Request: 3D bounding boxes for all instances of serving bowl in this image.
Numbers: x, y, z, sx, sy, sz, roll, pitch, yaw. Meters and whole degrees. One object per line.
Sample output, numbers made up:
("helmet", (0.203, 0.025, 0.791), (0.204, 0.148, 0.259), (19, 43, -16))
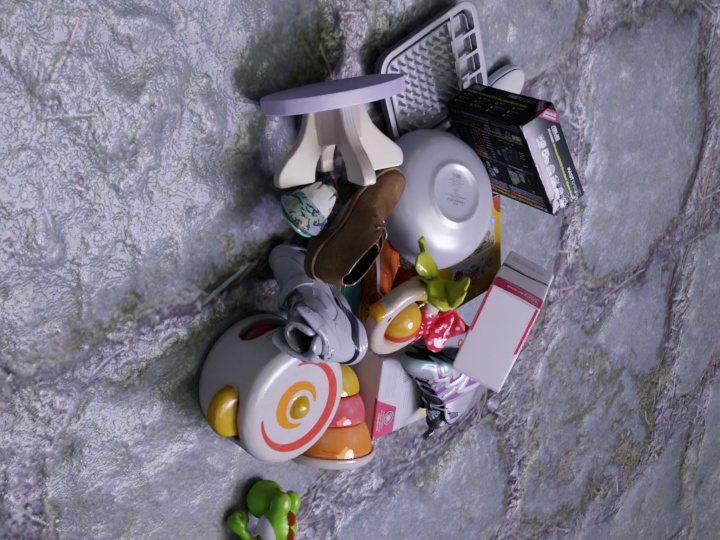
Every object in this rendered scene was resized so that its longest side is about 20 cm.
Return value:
("serving bowl", (0.118, -0.106, 1.527), (0.197, 0.065, 0.205), (5, 82, -34))

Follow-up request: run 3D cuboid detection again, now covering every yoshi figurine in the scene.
("yoshi figurine", (-0.152, 0.405, 1.644), (0.203, 0.111, 0.112), (-66, 173, 22))

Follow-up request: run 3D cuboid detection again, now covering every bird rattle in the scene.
("bird rattle", (0.070, 0.054, 1.494), (0.161, 0.113, 0.201), (-28, 158, -20))

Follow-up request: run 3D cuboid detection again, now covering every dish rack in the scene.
("dish rack", (0.099, -0.283, 1.557), (0.199, 0.043, 0.174), (-39, 135, -25))

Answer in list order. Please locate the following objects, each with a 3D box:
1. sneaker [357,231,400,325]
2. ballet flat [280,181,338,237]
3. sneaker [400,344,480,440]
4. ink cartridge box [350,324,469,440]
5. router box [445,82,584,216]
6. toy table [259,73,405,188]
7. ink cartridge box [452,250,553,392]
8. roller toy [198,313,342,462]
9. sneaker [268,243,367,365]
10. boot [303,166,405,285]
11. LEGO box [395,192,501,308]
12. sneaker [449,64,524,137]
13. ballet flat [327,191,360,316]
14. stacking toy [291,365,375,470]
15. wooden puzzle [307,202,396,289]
("sneaker", (0.028, 0.010, 1.540), (0.076, 0.072, 0.204), (-3, 101, -45))
("ballet flat", (-0.062, -0.088, 1.410), (0.200, 0.073, 0.075), (-84, -163, -84))
("sneaker", (0.115, 0.194, 1.642), (0.198, 0.077, 0.142), (12, 103, -48))
("ink cartridge box", (0.074, 0.161, 1.706), (0.198, 0.083, 0.148), (-16, 123, -39))
("router box", (0.220, -0.176, 1.531), (0.062, 0.199, 0.151), (-34, 120, -14))
("toy table", (-0.029, -0.181, 1.389), (0.196, 0.184, 0.120), (-10, 107, -12))
("ink cartridge box", (0.220, 0.073, 1.624), (0.147, 0.083, 0.200), (-66, 171, 20))
("roller toy", (-0.122, 0.165, 1.494), (0.184, 0.139, 0.200), (-56, 138, -7))
("sneaker", (-0.079, 0.045, 1.427), (0.075, 0.201, 0.114), (-47, 158, 26))
("boot", (0.013, -0.055, 1.408), (0.201, 0.075, 0.074), (-52, 140, -25))
("LEGO box", (0.139, -0.028, 1.669), (0.199, 0.076, 0.152), (-24, 118, -48))
("sneaker", (0.206, -0.233, 1.673), (0.201, 0.070, 0.073), (-54, 139, -9))
("ballet flat", (-0.025, -0.026, 1.488), (0.069, 0.069, 0.204), (0, 107, -45))
("stacking toy", (-0.042, 0.187, 1.610), (0.144, 0.145, 0.204), (-3, 101, -45))
("wooden puzzle", (0.000, 0.000, 1.584), (0.198, 0.037, 0.189), (4, 96, -46))
